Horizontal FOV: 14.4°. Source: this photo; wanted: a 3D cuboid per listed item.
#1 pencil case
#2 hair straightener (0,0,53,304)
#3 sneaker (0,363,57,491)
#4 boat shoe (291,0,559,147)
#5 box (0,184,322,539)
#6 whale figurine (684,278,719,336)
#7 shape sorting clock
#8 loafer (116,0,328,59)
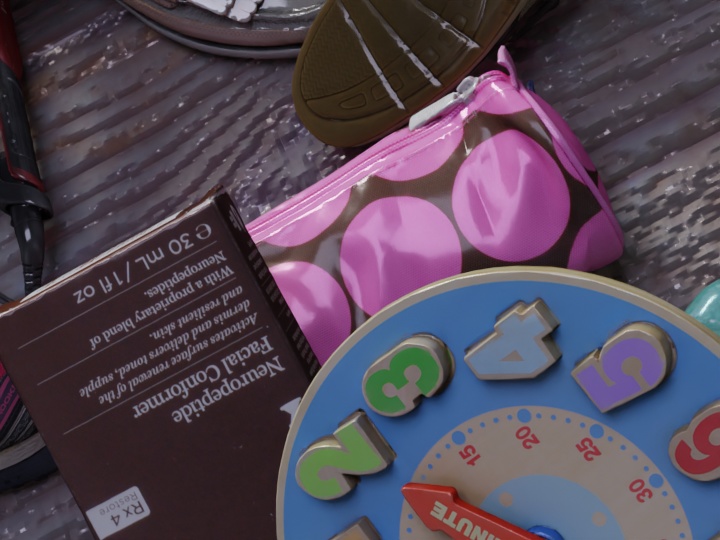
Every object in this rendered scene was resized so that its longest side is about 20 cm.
[{"bbox_3d":[0.000,0.000,1.121,0.199,0.094,0.091,-32,23,2],"label":"pencil case"},{"bbox_3d":[-0.180,-0.063,1.261,0.077,0.041,0.201,-23,63,10],"label":"hair straightener"},{"bbox_3d":[-0.211,0.066,1.182,0.199,0.075,0.081,-25,58,9],"label":"sneaker"},{"bbox_3d":[0.055,-0.124,1.179,0.200,0.065,0.073,-44,67,18],"label":"boat shoe"},{"bbox_3d":[-0.049,0.081,1.054,0.100,0.075,0.201,-28,94,4],"label":"box"},{"bbox_3d":[0.146,0.066,1.022,0.199,0.104,0.160,-18,60,15],"label":"whale figurine"},{"bbox_3d":[0.063,0.097,0.972,0.199,0.039,0.201,8,112,21],"label":"shape sorting clock"},{"bbox_3d":[-0.088,-0.147,1.245,0.199,0.063,0.072,21,73,29],"label":"loafer"}]
